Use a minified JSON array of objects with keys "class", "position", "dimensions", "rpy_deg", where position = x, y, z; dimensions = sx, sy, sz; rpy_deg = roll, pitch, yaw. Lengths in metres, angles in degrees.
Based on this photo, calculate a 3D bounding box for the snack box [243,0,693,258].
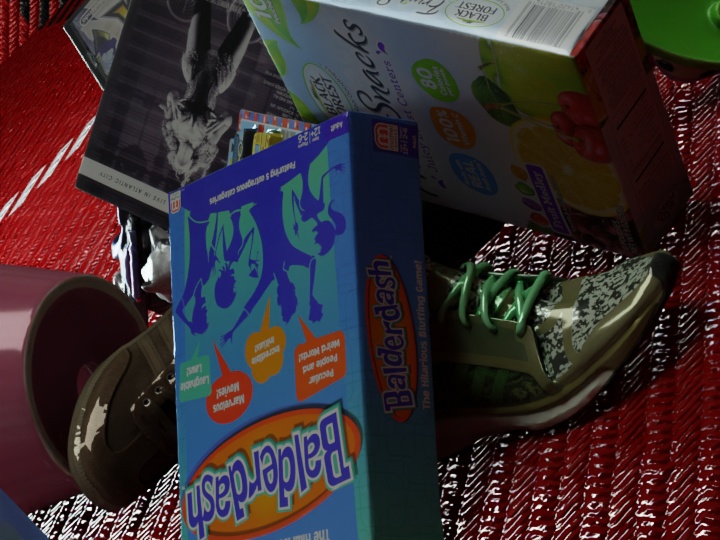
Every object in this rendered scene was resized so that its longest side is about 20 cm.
[{"class":"snack box","position":[0.051,-0.088,1.116],"dimensions":[0.200,0.142,0.053],"rpy_deg":[17,58,35]}]

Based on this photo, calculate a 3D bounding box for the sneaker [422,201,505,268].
[{"class":"sneaker","position":[0.000,0.000,1.272],"dimensions":[0.200,0.074,0.079],"rpy_deg":[-41,32,16]}]

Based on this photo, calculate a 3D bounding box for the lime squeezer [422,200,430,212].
[{"class":"lime squeezer","position":[0.034,-0.017,1.200],"dimensions":[0.038,0.070,0.200],"rpy_deg":[83,-154,-60]}]

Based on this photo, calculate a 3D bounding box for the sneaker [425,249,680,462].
[{"class":"sneaker","position":[0.056,0.026,1.045],"dimensions":[0.200,0.089,0.077],"rpy_deg":[-27,22,40]}]

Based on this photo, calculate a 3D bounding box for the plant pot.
[{"class":"plant pot","position":[-0.231,0.075,1.418],"dimensions":[0.179,0.200,0.200],"rpy_deg":[-9,33,33]}]

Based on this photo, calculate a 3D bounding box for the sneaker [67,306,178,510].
[{"class":"sneaker","position":[-0.099,0.056,1.349],"dimensions":[0.075,0.070,0.200],"rpy_deg":[-23,25,45]}]

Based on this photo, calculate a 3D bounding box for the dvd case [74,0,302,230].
[{"class":"dvd case","position":[-0.081,-0.117,1.329],"dimensions":[0.016,0.148,0.200],"rpy_deg":[3,-73,-58]}]

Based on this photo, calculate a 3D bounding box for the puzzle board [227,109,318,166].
[{"class":"puzzle board","position":[-0.054,0.018,1.209],"dimensions":[0.151,0.017,0.201],"rpy_deg":[-159,74,-72]}]

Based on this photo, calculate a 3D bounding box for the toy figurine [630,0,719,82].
[{"class":"toy figurine","position":[0.164,-0.138,1.168],"dimensions":[0.184,0.199,0.151],"rpy_deg":[131,144,-69]}]

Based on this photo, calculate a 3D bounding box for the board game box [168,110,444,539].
[{"class":"board game box","position":[-0.029,0.043,1.062],"dimensions":[0.152,0.045,0.201],"rpy_deg":[-21,68,50]}]

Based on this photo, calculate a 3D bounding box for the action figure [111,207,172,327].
[{"class":"action figure","position":[-0.115,-0.053,1.559],"dimensions":[0.104,0.200,0.194],"rpy_deg":[2,36,6]}]

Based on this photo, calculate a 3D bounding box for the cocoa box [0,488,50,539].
[{"class":"cocoa box","position":[-0.222,0.217,1.104],"dimensions":[0.200,0.133,0.131],"rpy_deg":[-51,20,-28]}]

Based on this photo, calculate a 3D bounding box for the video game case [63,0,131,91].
[{"class":"video game case","position":[-0.067,-0.143,1.345],"dimensions":[0.200,0.181,0.025],"rpy_deg":[-44,-23,24]}]
